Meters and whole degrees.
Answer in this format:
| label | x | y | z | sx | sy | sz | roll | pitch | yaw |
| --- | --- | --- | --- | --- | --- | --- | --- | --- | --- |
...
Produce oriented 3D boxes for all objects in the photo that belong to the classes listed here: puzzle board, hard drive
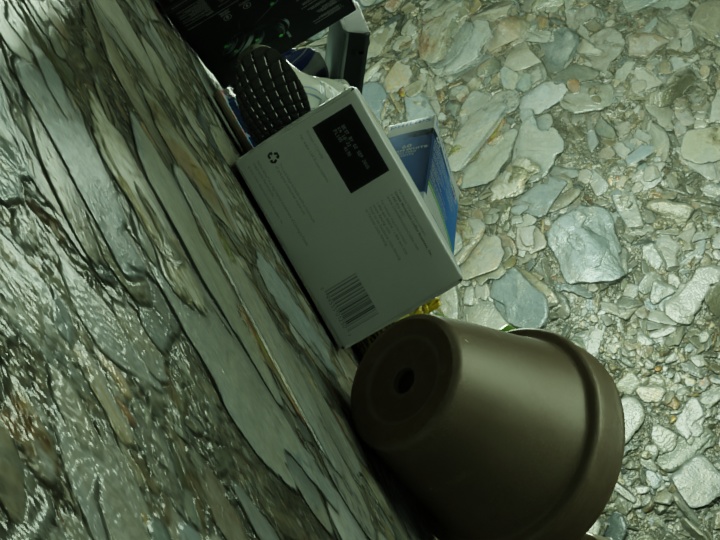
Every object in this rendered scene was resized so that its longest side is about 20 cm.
| label | x | y | z | sx | sy | sz | roll | pitch | yaw |
| --- | --- | --- | --- | --- | --- | --- | --- | --- | --- |
| puzzle board | -0.088 | -0.098 | 1.562 | 0.201 | 0.017 | 0.151 | 61 | 4 | 0 |
| hard drive | -0.024 | -0.195 | 1.705 | 0.140 | 0.033 | 0.202 | -106 | -158 | -64 |

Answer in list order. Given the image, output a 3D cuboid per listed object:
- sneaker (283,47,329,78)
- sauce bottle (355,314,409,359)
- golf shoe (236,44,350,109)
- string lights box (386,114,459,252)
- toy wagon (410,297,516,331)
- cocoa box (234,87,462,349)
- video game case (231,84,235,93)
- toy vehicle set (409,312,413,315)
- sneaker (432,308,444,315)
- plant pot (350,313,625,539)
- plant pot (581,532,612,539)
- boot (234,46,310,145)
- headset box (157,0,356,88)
| label | x | y | z | sx | sy | sz | roll | pitch | yaw |
| --- | --- | --- | --- | --- | --- | --- | --- | --- | --- |
| sneaker | -0.108 | -0.234 | 1.735 | 0.116 | 0.080 | 0.199 | 53 | -12 | 0 |
| sauce bottle | 0.035 | 0.084 | 1.456 | 0.201 | 0.066 | 0.066 | 61 | 4 | 34 |
| golf shoe | -0.055 | -0.181 | 1.586 | 0.078 | 0.098 | 0.200 | -1 | -41 | 43 |
| string lights box | 0.062 | -0.071 | 1.561 | 0.201 | 0.058 | 0.103 | -79 | 153 | -58 |
| toy wagon | 0.109 | 0.120 | 1.540 | 0.201 | 0.155 | 0.040 | 59 | -22 | -8 |
| cocoa box | -0.009 | -0.052 | 1.375 | 0.201 | 0.133 | 0.131 | 60 | 3 | -5 |
| video game case | -0.083 | -0.124 | 1.684 | 0.201 | 0.019 | 0.143 | 58 | -3 | -19 |
| toy vehicle set | 0.052 | 0.003 | 1.667 | 0.124 | 0.026 | 0.202 | 42 | 37 | -80 |
| sneaker | 0.056 | 0.058 | 1.785 | 0.200 | 0.080 | 0.077 | 47 | 14 | -55 |
| plant pot | 0.085 | 0.121 | 1.188 | 0.174 | 0.200 | 0.201 | 31 | 23 | -40 |
| plant pot | 0.309 | 0.418 | 1.835 | 0.173 | 0.200 | 0.200 | 38 | 14 | -29 |
| boot | -0.074 | -0.129 | 1.500 | 0.132 | 0.069 | 0.202 | -135 | -159 | -79 |
| headset box | -0.115 | -0.300 | 1.543 | 0.093 | 0.173 | 0.200 | 62 | 5 | 23 |
